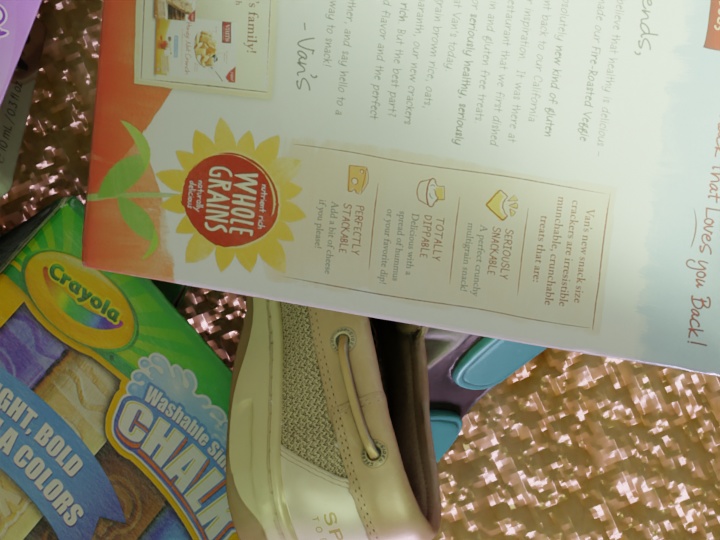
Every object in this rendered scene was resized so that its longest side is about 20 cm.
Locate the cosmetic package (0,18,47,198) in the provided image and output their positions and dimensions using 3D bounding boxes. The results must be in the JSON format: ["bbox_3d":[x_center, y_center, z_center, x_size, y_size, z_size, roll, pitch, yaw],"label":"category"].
[{"bbox_3d":[-0.211,-0.077,0.912,0.200,0.087,0.103,34,128,-25],"label":"cosmetic package"}]

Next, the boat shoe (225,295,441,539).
[{"bbox_3d":[0.000,0.000,0.910,0.064,0.071,0.200,-12,61,23],"label":"boat shoe"}]

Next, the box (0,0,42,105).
[{"bbox_3d":[-0.163,-0.084,0.824,0.137,0.039,0.200,16,124,-15],"label":"box"}]

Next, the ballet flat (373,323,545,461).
[{"bbox_3d":[0.018,0.027,0.967,0.200,0.067,0.064,-44,65,14],"label":"ballet flat"}]

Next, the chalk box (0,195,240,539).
[{"bbox_3d":[-0.111,0.069,0.924,0.124,0.200,0.124,49,143,-12],"label":"chalk box"}]

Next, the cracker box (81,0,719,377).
[{"bbox_3d":[0.027,-0.054,0.823,0.200,0.058,0.134,10,107,10],"label":"cracker box"}]
